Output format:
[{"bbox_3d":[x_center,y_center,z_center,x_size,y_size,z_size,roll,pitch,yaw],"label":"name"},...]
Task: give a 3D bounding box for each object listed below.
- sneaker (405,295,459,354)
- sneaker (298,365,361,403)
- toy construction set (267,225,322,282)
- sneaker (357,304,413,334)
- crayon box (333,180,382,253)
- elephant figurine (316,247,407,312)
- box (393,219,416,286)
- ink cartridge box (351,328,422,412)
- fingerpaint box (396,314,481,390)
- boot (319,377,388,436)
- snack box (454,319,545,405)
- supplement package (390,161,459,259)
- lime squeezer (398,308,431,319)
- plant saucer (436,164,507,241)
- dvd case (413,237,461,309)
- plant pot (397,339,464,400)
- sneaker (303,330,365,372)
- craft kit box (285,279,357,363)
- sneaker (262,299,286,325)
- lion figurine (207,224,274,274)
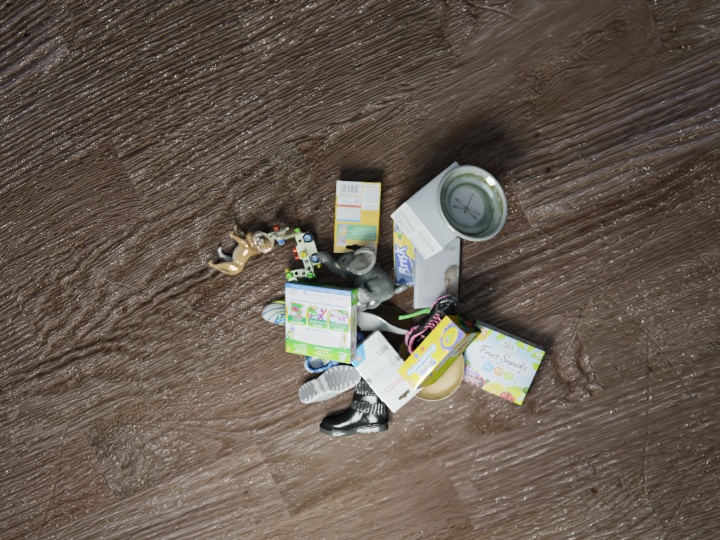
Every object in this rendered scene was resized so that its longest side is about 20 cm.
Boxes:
[{"bbox_3d":[0.193,0.154,1.668,0.079,0.095,0.200,39,107,2],"label":"sneaker"},{"bbox_3d":[-0.080,0.323,1.774,0.199,0.082,0.075,-23,68,23],"label":"sneaker"},{"bbox_3d":[-0.181,-0.042,1.754,0.131,0.092,0.201,-19,105,8],"label":"toy construction set"},{"bbox_3d":[0.050,0.143,1.765,0.199,0.073,0.085,22,133,-4],"label":"sneaker"},{"bbox_3d":[-0.008,-0.149,1.736,0.125,0.052,0.201,4,96,6],"label":"crayon box"},{"bbox_3d":[0.000,0.000,1.690,0.142,0.155,0.201,-44,62,48],"label":"elephant figurine"},{"bbox_3d":[0.123,-0.058,1.721,0.064,0.070,0.201,-1,96,3],"label":"box"},{"bbox_3d":[0.066,0.274,1.701,0.116,0.067,0.200,-39,91,-4],"label":"ink cartridge box"},{"bbox_3d":[0.209,0.210,1.625,0.073,0.167,0.200,45,106,20],"label":"fingerpaint box"},{"bbox_3d":[-0.021,0.384,1.782,0.210,0.079,0.159,-6,98,2],"label":"boot"},{"bbox_3d":[0.385,0.254,1.726,0.199,0.068,0.169,23,100,3],"label":"snack box"},{"bbox_3d":[0.212,-0.158,1.638,0.200,0.111,0.156,-40,91,-23],"label":"supplement package"},{"bbox_3d":[0.213,0.138,1.742,0.199,0.038,0.071,21,81,-8],"label":"lime squeezer"},{"bbox_3d":[0.276,-0.167,1.575,0.199,0.050,0.201,4,77,-19],"label":"plant saucer"},{"bbox_3d":[0.213,0.004,1.710,0.142,0.018,0.201,-2,97,-24],"label":"dvd case"},{"bbox_3d":[0.197,0.262,1.736,0.199,0.027,0.201,-1,88,25],"label":"plant pot"},{"bbox_3d":[-0.074,0.238,1.771,0.199,0.082,0.074,-29,90,7],"label":"sneaker"},{"bbox_3d":[-0.106,0.135,1.654,0.199,0.048,0.198,7,101,23],"label":"craft kit box"},{"bbox_3d":[-0.190,0.127,1.760,0.199,0.105,0.076,0,97,6],"label":"sneaker"},{"bbox_3d":[-0.344,-0.048,1.785,0.122,0.073,0.200,37,113,-11],"label":"lion figurine"}]
